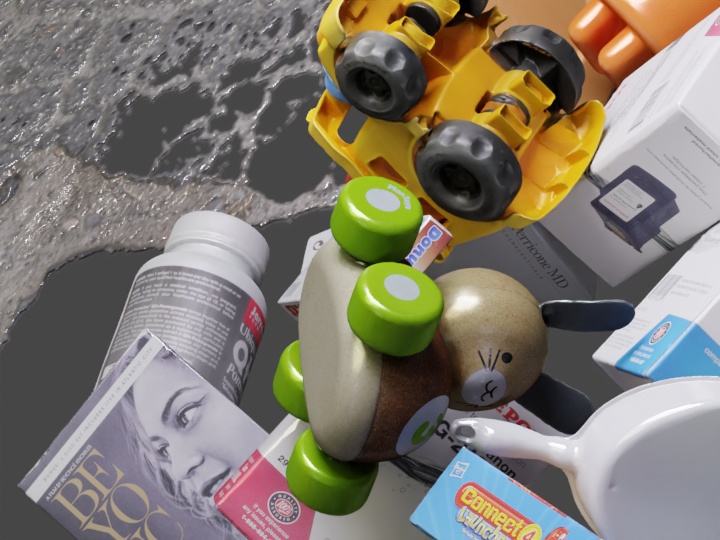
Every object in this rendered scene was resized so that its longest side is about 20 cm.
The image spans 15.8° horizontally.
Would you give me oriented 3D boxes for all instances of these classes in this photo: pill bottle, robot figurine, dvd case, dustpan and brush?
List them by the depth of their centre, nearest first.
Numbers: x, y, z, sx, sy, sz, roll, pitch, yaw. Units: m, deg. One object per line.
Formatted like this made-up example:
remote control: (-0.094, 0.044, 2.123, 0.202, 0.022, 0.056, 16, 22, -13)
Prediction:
dustpan and brush: (0.151, 0.117, 1.527, 0.057, 0.198, 0.141, -94, 14, -71)
dvd case: (-0.126, 0.161, 1.845, 0.200, 0.016, 0.149, 40, 92, 11)
robot figurine: (0.247, -0.214, 1.892, 0.200, 0.117, 0.144, -44, 14, 2)
pill bottle: (-0.135, 0.056, 2.006, 0.110, 0.111, 0.201, -12, 47, 37)

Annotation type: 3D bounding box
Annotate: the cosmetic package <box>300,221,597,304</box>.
cosmetic package: (0.063, -0.001, 1.870, 0.199, 0.102, 0.072, -23, 36, 29)

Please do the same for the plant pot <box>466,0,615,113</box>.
plant pot: (0.086, -0.179, 1.997, 0.199, 0.140, 0.201, -27, 38, 23)

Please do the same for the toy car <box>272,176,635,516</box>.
toy car: (0.065, 0.055, 1.596, 0.158, 0.199, 0.165, -101, 25, -48)

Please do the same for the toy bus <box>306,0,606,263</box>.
toy bus: (0.034, -0.107, 1.746, 0.192, 0.200, 0.136, -30, 19, 51)

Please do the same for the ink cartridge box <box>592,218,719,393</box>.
ink cartridge box: (0.254, 0.014, 1.636, 0.200, 0.086, 0.146, -46, 7, -4)

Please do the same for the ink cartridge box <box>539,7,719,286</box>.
ink cartridge box: (0.221, -0.093, 1.739, 0.145, 0.084, 0.200, -52, 8, -31)

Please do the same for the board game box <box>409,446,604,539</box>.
board game box: (0.153, 0.204, 1.489, 0.056, 0.200, 0.196, -53, 36, -4)

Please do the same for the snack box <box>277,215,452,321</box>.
snack box: (0.000, 0.000, 1.757, 0.072, 0.024, 0.200, -49, 12, -13)

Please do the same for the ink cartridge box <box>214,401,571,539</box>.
ink cartridge box: (0.022, 0.129, 1.720, 0.200, 0.145, 0.084, -47, 2, -3)
